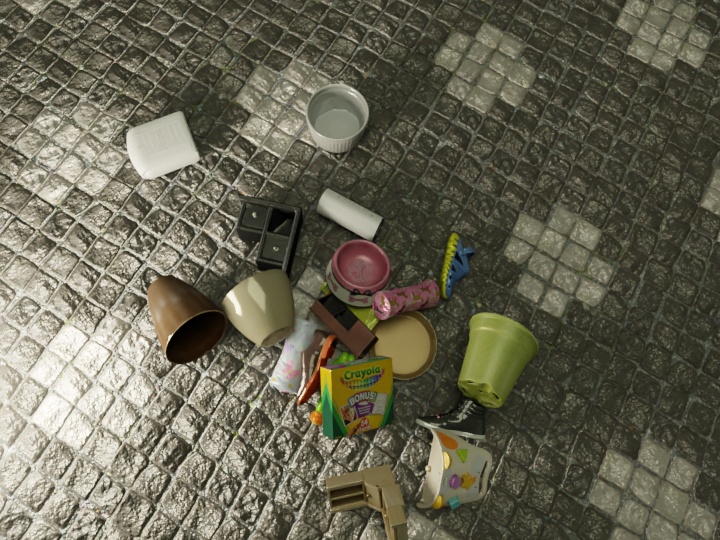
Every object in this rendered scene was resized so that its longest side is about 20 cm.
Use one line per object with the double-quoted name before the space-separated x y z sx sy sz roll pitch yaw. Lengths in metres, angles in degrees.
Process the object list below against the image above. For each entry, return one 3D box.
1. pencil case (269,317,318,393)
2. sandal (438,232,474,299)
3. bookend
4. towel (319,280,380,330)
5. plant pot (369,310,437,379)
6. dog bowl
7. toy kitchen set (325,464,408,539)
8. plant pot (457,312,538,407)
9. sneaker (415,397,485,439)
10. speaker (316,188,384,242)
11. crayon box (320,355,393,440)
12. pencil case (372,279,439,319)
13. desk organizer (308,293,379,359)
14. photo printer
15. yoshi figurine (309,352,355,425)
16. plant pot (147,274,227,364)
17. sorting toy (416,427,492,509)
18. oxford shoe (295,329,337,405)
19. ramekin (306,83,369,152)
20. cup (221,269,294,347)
"pencil case" -0.180 0.231 1.644 0.088 0.083 0.205 15 70 4
"sandal" 0.282 -0.009 1.764 0.085 0.080 0.205 18 71 -1
"bookend" -0.282 -0.095 1.749 0.194 0.092 0.204 12 70 2
"towel" -0.022 0.084 1.729 0.199 0.018 0.086 40 79 18
"plant pot" 0.118 0.207 1.701 0.194 0.028 0.206 1 71 -3
"dog bowl" 0.000 0.000 1.716 0.194 0.074 0.205 6 55 -9
"toy kitchen set" 0.020 0.625 1.482 0.175 0.201 0.168 -9 112 -7
"plant pot" 0.349 0.249 1.596 0.197 0.202 0.187 27 63 7
"sneaker" 0.246 0.384 1.612 0.194 0.071 0.102 11 86 -7
"speaker" -0.031 -0.165 1.796 0.196 0.082 0.082 28 71 6
"crayon box" -0.006 0.324 1.558 0.196 0.058 0.178 -5 96 -36
"pencil case" 0.128 0.080 1.687 0.196 0.088 0.084 -12 54 -33
"desk organizer" -0.045 0.148 1.669 0.077 0.072 0.200 -46 73 -1
"photo printer" -0.608 -0.379 1.841 0.196 0.070 0.169 -23 74 -11
"yoshi figurine" -0.064 0.321 1.629 0.110 0.111 0.205 14 81 44
"plant pot" -0.490 0.114 1.631 0.186 0.188 0.200 -37 62 -15
"sorting toy" 0.256 0.525 1.545 0.176 0.106 0.206 10 91 -25
"oxford shoe" -0.130 0.255 1.597 0.071 0.071 0.204 23 82 19
"ramekin" -0.073 -0.468 1.889 0.194 0.105 0.206 1 70 -4
"cup" -0.253 0.117 1.612 0.197 0.201 0.145 -27 70 -13
